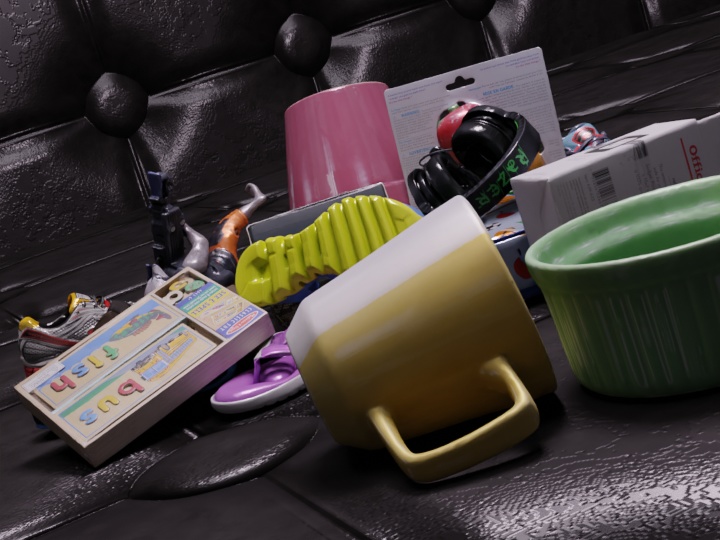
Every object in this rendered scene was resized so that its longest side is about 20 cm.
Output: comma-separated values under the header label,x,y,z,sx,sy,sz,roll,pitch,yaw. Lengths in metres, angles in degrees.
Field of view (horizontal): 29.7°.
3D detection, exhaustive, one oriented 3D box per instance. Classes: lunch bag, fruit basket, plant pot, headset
label,x,y,z,sx,sy,sz,roll,pitch,yaw
lunch bag,0.102,-0.009,1.275,0.160,0.076,0.200,-22,11,-8
fruit basket,0.131,-0.116,1.444,0.185,0.201,0.094,-13,-4,25
plant pot,-0.005,-0.113,1.579,0.199,0.180,0.200,-16,-7,-2
headset,0.107,-0.087,1.259,0.124,0.094,0.200,-47,19,-1

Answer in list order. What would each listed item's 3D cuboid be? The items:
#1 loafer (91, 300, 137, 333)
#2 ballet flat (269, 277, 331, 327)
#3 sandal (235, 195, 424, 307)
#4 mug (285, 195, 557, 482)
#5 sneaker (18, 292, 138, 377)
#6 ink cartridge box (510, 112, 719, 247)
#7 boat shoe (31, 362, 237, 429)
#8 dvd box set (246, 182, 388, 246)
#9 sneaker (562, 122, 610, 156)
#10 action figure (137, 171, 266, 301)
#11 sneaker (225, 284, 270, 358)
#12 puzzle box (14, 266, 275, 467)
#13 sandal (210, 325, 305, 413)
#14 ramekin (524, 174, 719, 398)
label,x,y,z,sx,sy,sz,roll,pitch,yaw
loafer,-0.238,0.081,1.427,0.071,0.073,0.200,-49,17,-14
ballet flat,0.000,0.000,1.384,0.199,0.075,0.068,-18,37,-4
sandal,-0.017,-0.012,1.252,0.199,0.080,0.087,-15,-21,32
mug,0.034,0.049,0.913,0.153,0.150,0.187,-26,4,0
sneaker,-0.294,0.059,1.553,0.199,0.082,0.078,-20,11,-17
ink cartridge box,0.241,-0.057,1.174,0.199,0.116,0.067,-21,10,-21
boat shoe,-0.217,0.094,1.279,0.199,0.069,0.084,-18,10,0
dvd box set,-0.034,-0.022,1.428,0.146,0.029,0.200,-19,-20,-1
sneaker,0.251,-0.113,1.503,0.079,0.096,0.200,-20,10,-11
action figure,-0.160,-0.020,1.458,0.104,0.201,0.193,19,41,36
sneaker,-0.130,0.066,1.342,0.075,0.071,0.200,-38,9,-4
puzzle box,-0.189,0.079,1.192,0.200,0.025,0.133,-37,40,-24
sandal,-0.053,0.068,1.193,0.202,0.050,0.082,-26,13,-36
ramekin,0.219,0.009,0.914,0.199,0.098,0.200,-17,11,3
